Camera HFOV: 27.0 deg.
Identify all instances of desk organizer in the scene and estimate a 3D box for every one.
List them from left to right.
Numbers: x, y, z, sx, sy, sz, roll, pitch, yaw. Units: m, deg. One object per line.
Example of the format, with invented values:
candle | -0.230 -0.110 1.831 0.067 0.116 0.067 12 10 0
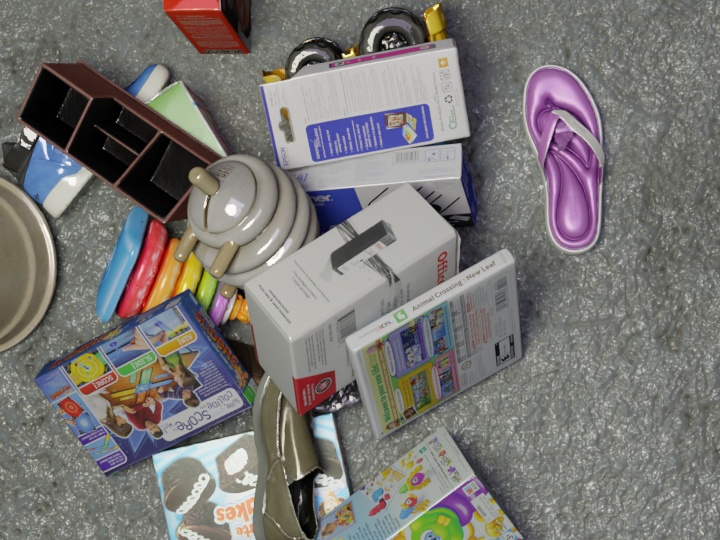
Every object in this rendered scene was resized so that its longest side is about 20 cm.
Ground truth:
desk organizer | -0.240 -0.130 1.501 0.199 0.077 0.072 34 107 13

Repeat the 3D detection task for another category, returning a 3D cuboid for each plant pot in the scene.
plant pot | -0.439 0.000 1.536 0.198 0.183 0.203 1 95 11

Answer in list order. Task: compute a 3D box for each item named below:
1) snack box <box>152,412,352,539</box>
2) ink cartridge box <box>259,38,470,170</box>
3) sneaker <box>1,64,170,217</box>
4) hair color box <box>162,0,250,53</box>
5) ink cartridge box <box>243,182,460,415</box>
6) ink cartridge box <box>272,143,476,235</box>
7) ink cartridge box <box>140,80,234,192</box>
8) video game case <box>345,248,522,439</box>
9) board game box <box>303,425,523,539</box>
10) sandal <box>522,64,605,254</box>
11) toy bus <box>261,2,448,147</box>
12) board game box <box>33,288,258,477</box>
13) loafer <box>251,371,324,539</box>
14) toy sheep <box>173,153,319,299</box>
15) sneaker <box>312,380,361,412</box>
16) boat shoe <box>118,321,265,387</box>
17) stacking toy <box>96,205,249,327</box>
snack box | -0.112 0.229 1.590 0.198 0.037 0.118 -13 87 3
ink cartridge box | 0.005 -0.163 1.487 0.198 0.037 0.096 -11 116 1
sneaker | -0.301 -0.166 1.604 0.111 0.077 0.200 41 97 -4
hair color box | -0.155 -0.292 1.539 0.060 0.200 0.103 0 87 3
ink cartridge box | -0.005 0.027 1.459 0.199 0.145 0.084 -32 60 -18
ink cartridge box | 0.015 -0.079 1.538 0.198 0.094 0.045 -4 59 13
ink cartridge box | -0.152 -0.094 1.577 0.059 0.104 0.201 -32 85 2
video game case | 0.078 0.077 1.497 0.181 0.201 0.022 -29 60 -9
board game box | 0.047 0.275 1.528 0.199 0.105 0.103 -37 117 2
sandal | 0.221 -0.120 1.579 0.081 0.050 0.205 -11 86 3
toy bus | 0.017 -0.167 1.568 0.198 0.136 0.194 -19 102 5
board game box | -0.221 0.119 1.548 0.199 0.035 0.136 -26 109 23
loafer | -0.065 0.186 1.527 0.069 0.075 0.203 5 97 32
toy sheep | -0.109 -0.044 1.448 0.136 0.200 0.139 -9 64 20
sneaker | 0.017 0.063 1.579 0.103 0.060 0.202 19 92 0
boat shoe | -0.169 0.113 1.594 0.198 0.072 0.077 16 114 4
stacking toy | -0.171 0.023 1.584 0.198 0.116 0.110 21 118 -12
